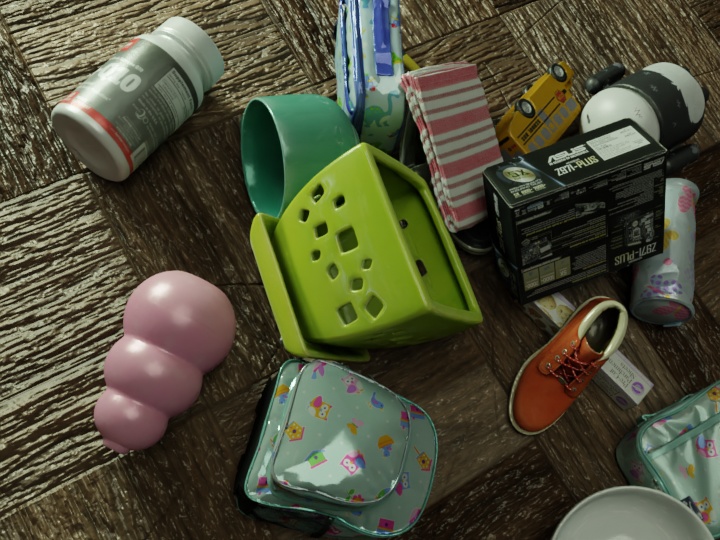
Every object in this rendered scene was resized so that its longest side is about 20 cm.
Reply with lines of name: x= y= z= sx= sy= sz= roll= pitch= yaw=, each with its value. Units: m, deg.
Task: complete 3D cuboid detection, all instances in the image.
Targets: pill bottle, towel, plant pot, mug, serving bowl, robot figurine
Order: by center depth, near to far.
plant pot: x=0.000 y=0.000 z=0.940 sx=0.181 sy=0.200 sz=0.199 roll=-26 pitch=73 yaw=18
serving bowl: x=0.303 y=0.346 z=0.944 sx=0.199 sy=0.066 sz=0.201 roll=0 pitch=78 yaw=1
pill bottle: x=-0.267 y=-0.215 z=1.023 sx=0.114 sy=0.114 sz=0.200 roll=36 pitch=64 yaw=3
mug: x=-0.073 y=-0.152 z=1.023 sx=0.114 sy=0.152 sz=0.185 roll=-9 pitch=68 yaw=-25
towel: x=0.124 y=-0.157 z=1.040 sx=0.146 sy=0.030 sz=0.201 roll=-24 pitch=100 yaw=-47
robot figurine: x=0.401 y=-0.218 z=1.180 sx=0.200 sy=0.125 sz=0.150 roll=-29 pitch=36 yaw=-28

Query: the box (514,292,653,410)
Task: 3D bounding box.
box: x=0.285 y=0.092 z=1.071 sx=0.041 sy=0.039 sz=0.200 roll=-41 pitch=82 yaw=-22

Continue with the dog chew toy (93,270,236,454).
dog chew toy: x=-0.219 y=0.103 z=0.905 sx=0.124 sy=0.125 sz=0.200 roll=26 pitch=73 yaw=-2

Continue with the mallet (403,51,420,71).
mallet: x=0.059 y=-0.291 z=1.181 sx=0.200 sy=0.041 sz=0.066 roll=39 pitch=67 yaw=9

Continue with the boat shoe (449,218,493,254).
boat shoe: x=0.135 y=-0.117 z=1.110 sx=0.074 sy=0.062 sz=0.201 roll=-7 pitch=71 yaw=-18

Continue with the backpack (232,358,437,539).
backpack: x=-0.015 y=0.198 z=0.897 sx=0.200 sy=0.153 sz=0.176 roll=23 pitch=59 yaw=-12

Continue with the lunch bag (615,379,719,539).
lunch bag: x=0.424 y=0.230 z=1.026 sx=0.200 sy=0.077 sz=0.161 roll=-23 pitch=75 yaw=-21

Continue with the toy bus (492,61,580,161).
toy bus: x=0.243 y=-0.210 z=1.156 sx=0.078 sy=0.065 sz=0.200 roll=46 pitch=53 yaw=-5

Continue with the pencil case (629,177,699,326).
pencil case: x=0.413 y=-0.027 z=1.129 sx=0.083 sy=0.091 sz=0.200 roll=-2 pitch=60 yaw=29

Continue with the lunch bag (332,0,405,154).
lunch bag: x=0.012 y=-0.264 z=1.081 sx=0.082 sy=0.161 sz=0.201 roll=-1 pitch=73 yaw=-8

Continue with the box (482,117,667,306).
box: x=0.264 y=-0.071 z=1.025 sx=0.200 sy=0.164 sz=0.086 roll=-20 pitch=41 yaw=-4

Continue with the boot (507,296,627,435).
boot: x=0.247 y=0.113 z=0.995 sx=0.075 sy=0.107 sz=0.200 roll=35 pitch=91 yaw=5

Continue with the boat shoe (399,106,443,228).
boat shoe: x=0.071 y=-0.119 z=1.070 sx=0.071 sy=0.072 sz=0.201 roll=15 pitch=73 yaw=-40
